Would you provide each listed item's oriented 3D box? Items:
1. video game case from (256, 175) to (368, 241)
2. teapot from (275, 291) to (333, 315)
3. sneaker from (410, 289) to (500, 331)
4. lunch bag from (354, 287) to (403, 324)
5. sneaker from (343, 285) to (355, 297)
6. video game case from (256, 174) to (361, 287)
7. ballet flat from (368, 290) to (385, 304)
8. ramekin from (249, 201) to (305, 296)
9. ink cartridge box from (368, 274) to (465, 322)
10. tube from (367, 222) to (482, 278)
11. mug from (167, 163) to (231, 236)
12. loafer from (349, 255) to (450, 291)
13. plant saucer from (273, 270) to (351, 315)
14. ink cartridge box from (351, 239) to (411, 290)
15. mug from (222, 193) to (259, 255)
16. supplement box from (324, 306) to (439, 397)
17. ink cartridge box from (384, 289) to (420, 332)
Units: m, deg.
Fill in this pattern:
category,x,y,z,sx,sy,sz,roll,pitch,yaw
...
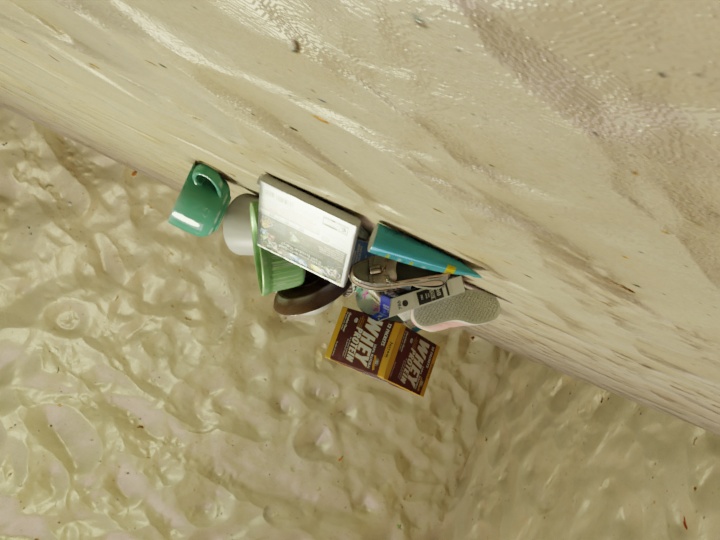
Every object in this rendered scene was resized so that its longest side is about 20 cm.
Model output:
category,x,y,z,sx,sy,sz,roll,pitch,yaw
video game case,-0.088,-0.116,1.299,0.196,0.023,0.182,24,177,13
teapot,-0.133,0.019,1.783,0.203,0.195,0.146,56,-163,3
sneaker,0.201,0.089,1.466,0.194,0.078,0.105,-6,172,-6
lunch bag,0.054,0.048,1.742,0.158,0.077,0.202,29,-153,-25
sneaker,0.012,0.007,1.629,0.113,0.078,0.200,-14,170,-16
video game case,-0.101,-0.070,1.242,0.196,0.024,0.184,25,142,8
ballet flat,0.000,0.000,1.497,0.202,0.046,0.067,56,-173,-10
ramekin,-0.180,-0.052,1.457,0.095,0.206,0.200,-7,-176,-13
ink cartridge box,0.110,0.054,1.384,0.195,0.040,0.099,-19,-175,-10
tube,0.110,-0.024,1.146,0.195,0.052,0.077,20,-175,-8
mug,-0.370,-0.158,1.570,0.112,0.155,0.185,25,177,-15
loafer,0.077,-0.002,1.279,0.194,0.074,0.063,1,163,-8
plant saucer,-0.110,0.032,1.503,0.199,0.198,0.033,19,137,57
ink cartridge box,0.003,-0.019,1.381,0.195,0.078,0.136,16,177,-13
mug,-0.221,-0.115,1.631,0.150,0.188,0.152,11,138,34
supplement box,0.057,0.202,1.668,0.197,0.136,0.196,13,167,40
ink cartridge box,0.108,0.055,1.567,0.200,0.066,0.118,46,-160,-60
